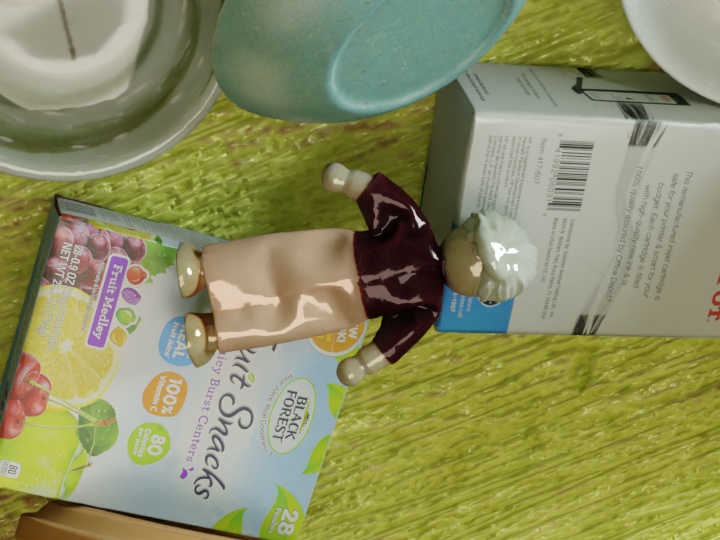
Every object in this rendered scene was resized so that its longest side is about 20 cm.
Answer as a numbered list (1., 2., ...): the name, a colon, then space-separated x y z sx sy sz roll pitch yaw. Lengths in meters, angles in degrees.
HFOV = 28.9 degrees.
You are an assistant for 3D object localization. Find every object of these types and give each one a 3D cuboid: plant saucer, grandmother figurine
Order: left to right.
1. plant saucer: -0.162 -0.147 0.752 0.198 0.050 0.202 -4 120 -8
2. plant saucer: -0.116 0.174 0.883 0.199 0.200 0.033 14 80 -18
3. grandmother figurine: 0.000 0.000 0.780 0.198 0.061 0.122 -6 105 1
4. plant saucer: 0.023 -0.129 0.701 0.200 0.039 0.201 -26 159 -11

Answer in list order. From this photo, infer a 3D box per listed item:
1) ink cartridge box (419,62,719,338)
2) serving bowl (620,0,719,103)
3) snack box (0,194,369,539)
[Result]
1. ink cartridge box: 0.143 -0.041 0.852 0.198 0.084 0.147 2 119 -12
2. serving bowl: 0.241 -0.182 0.762 0.198 0.066 0.201 8 134 8
3. snack box: -0.111 0.063 0.854 0.199 0.068 0.170 14 102 -20
